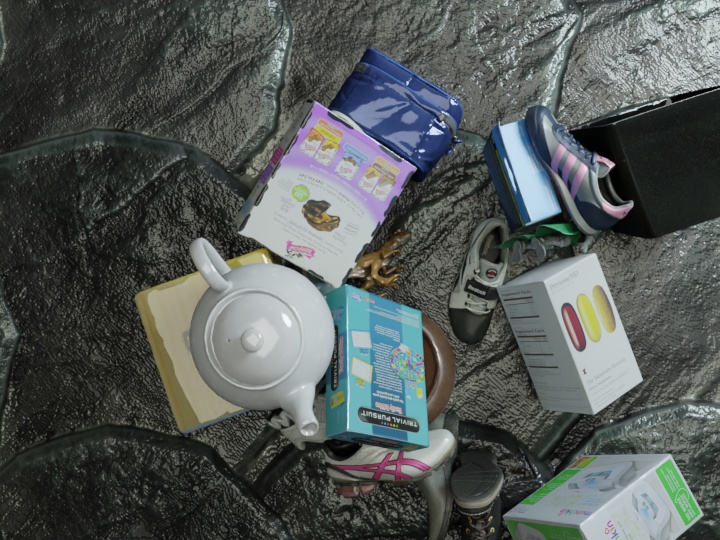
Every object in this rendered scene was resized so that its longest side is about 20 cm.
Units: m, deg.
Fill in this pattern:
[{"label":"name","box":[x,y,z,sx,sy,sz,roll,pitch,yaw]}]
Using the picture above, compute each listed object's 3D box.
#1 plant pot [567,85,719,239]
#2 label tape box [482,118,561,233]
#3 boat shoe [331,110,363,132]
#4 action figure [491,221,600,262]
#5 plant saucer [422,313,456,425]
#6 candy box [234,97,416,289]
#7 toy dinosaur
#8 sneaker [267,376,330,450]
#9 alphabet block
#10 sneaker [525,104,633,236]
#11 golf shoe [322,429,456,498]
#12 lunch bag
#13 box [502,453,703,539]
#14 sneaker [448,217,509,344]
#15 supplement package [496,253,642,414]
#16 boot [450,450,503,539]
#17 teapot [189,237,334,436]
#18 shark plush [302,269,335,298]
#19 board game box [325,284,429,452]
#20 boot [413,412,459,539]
[{"label":"plant pot","box":[0.440,-0.154,1.054,0.198,0.200,0.179,-18,97,-1]},{"label":"label tape box","box":[0.236,-0.137,1.042,0.066,0.200,0.144,-19,87,3]},{"label":"boat shoe","box":[-0.012,-0.145,1.061,0.074,0.201,0.062,26,60,39]},{"label":"action figure","box":[0.303,-0.049,1.067,0.199,0.118,0.055,-14,93,-41]},{"label":"plant saucer","box":[0.045,0.150,1.088,0.199,0.034,0.202,-2,75,9]},{"label":"candy box","box":[-0.050,-0.103,0.978,0.167,0.072,0.201,30,98,-21]},{"label":"toy dinosaur","box":[0.000,0.000,1.089,0.199,0.061,0.106,-21,56,-28]},{"label":"sneaker","box":[-0.049,0.206,1.063,0.200,0.075,0.081,-32,97,37]},{"label":"alphabet block","box":[-0.182,0.099,1.040,0.195,0.195,0.201,-20,86,-2]},{"label":"sneaker","box":[0.305,-0.152,0.992,0.070,0.082,0.201,-34,94,-46]},{"label":"golf shoe","box":[0.038,0.262,1.032,0.199,0.073,0.093,-21,106,16]},{"label":"lunch bag","box":[0.063,-0.235,1.083,0.199,0.136,0.133,31,88,3]},{"label":"box","box":[0.328,0.342,0.991,0.176,0.200,0.097,-26,85,-22]},{"label":"sneaker","box":[0.183,0.015,1.093,0.074,0.089,0.202,11,88,0]},{"label":"supplement package","box":[0.303,0.092,1.046,0.113,0.109,0.201,-25,95,-27]},{"label":"boot","box":[0.169,0.354,1.023,0.073,0.200,0.152,-3,92,8]},{"label":"teapot","box":[-0.126,0.078,0.874,0.199,0.146,0.199,12,86,2]},{"label":"shark plush","box":[-0.047,0.010,1.117,0.083,0.091,0.201,-8,60,0]},{"label":"board game box","box":[0.022,0.136,0.985,0.150,0.047,0.201,21,57,-37]},{"label":"boot","box":[0.081,0.308,1.097,0.130,0.068,0.202,3,84,11]}]
